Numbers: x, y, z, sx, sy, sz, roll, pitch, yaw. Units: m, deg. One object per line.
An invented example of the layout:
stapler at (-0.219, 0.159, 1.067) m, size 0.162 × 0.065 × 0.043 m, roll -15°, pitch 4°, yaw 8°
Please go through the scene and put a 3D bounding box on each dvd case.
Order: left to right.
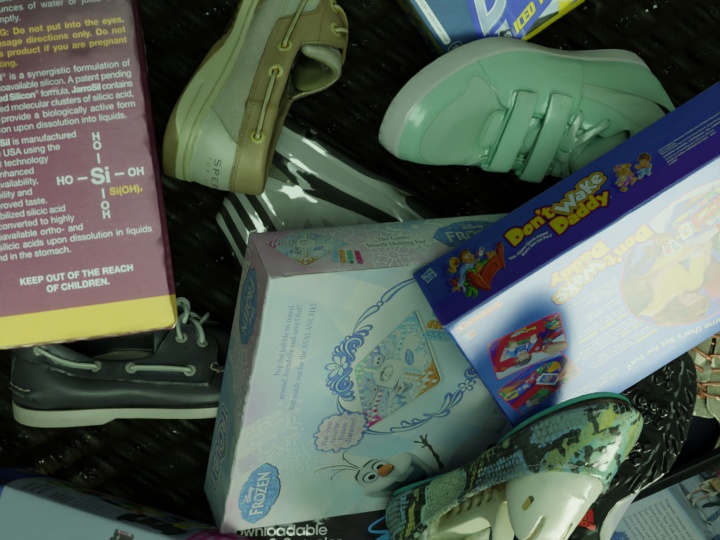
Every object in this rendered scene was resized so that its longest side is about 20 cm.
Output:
dvd case at (0.196, 0.198, 1.080) m, size 0.200 × 0.018 × 0.143 m, roll -31°, pitch 95°, yaw 35°

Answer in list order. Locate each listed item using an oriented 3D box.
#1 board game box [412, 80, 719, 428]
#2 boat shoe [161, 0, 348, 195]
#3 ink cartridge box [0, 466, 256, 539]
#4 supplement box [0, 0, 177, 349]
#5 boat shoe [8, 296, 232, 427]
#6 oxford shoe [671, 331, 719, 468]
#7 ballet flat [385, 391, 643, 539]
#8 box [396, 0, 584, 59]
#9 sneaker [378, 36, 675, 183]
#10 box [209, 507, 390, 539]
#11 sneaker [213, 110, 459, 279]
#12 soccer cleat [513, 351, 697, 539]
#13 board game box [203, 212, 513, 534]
board game box at (0.145, 0.000, 0.956) m, size 0.200 × 0.045 × 0.134 m, roll -32°, pitch 137°, yaw 3°
boat shoe at (-0.042, -0.124, 0.982) m, size 0.066 × 0.074 × 0.200 m, roll 24°, pitch 67°, yaw 7°
ink cartridge box at (-0.159, 0.152, 1.022) m, size 0.200 × 0.119 × 0.042 m, roll 14°, pitch 86°, yaw 6°
supplement box at (-0.164, -0.061, 0.969) m, size 0.103 × 0.131 × 0.200 m, roll -7°, pitch 92°, yaw -7°
boat shoe at (-0.113, 0.051, 1.047) m, size 0.200 × 0.073 × 0.063 m, roll -6°, pitch 106°, yaw -1°
oxford shoe at (0.215, 0.054, 1.060) m, size 0.071 × 0.074 × 0.200 m, roll 11°, pitch 118°, yaw 4°
ballet flat at (0.087, 0.133, 0.980) m, size 0.074 × 0.074 × 0.200 m, roll 38°, pitch 139°, yaw -13°
box at (0.118, -0.196, 1.025) m, size 0.200 × 0.064 × 0.070 m, roll -35°, pitch 104°, yaw 1°
sneaker at (0.115, -0.072, 0.987) m, size 0.200 × 0.118 × 0.074 m, roll -9°, pitch 136°, yaw -32°
box at (-0.026, 0.228, 1.115) m, size 0.143 × 0.036 × 0.200 m, roll 0°, pitch 104°, yaw -8°
sneaker at (0.000, 0.000, 1.048) m, size 0.200 × 0.076 × 0.115 m, roll 32°, pitch 100°, yaw -17°
soccer cleat at (0.134, 0.126, 1.046) m, size 0.068 × 0.073 × 0.200 m, roll 21°, pitch 99°, yaw -17°
board game box at (0.019, 0.059, 1.012) m, size 0.199 × 0.043 × 0.200 m, roll -6°, pitch 132°, yaw -23°
